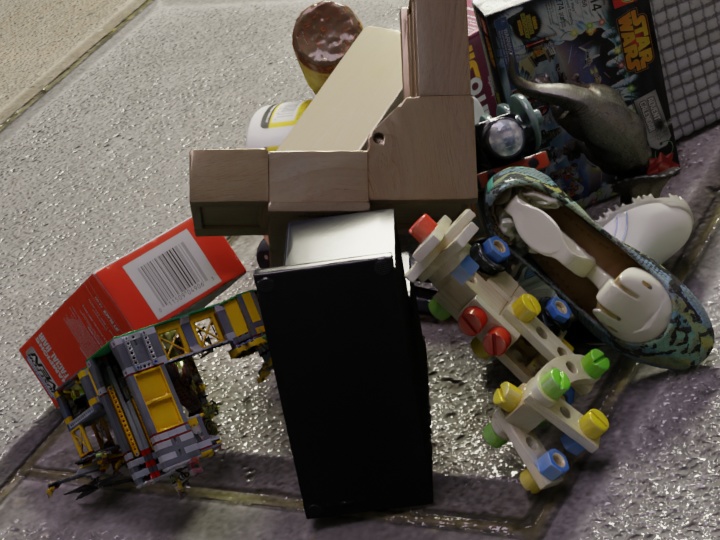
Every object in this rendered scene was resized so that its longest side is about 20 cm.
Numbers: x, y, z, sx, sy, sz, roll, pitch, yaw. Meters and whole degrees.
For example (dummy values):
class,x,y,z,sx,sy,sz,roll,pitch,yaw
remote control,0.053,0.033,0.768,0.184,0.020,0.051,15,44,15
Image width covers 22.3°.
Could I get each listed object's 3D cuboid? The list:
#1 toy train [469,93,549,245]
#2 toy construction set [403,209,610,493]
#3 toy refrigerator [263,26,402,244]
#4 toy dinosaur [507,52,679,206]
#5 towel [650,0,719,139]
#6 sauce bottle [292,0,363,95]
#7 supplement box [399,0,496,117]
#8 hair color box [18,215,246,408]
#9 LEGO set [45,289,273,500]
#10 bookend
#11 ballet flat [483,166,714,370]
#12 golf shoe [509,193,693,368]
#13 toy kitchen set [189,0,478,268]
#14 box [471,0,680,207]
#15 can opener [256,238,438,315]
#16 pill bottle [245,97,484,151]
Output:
class,x,y,z,sx,sy,sz,roll,pitch,yaw
toy train,0.102,-0.068,1.431,0.085,0.114,0.200,-20,0,-10
toy construction set,0.093,0.043,1.246,0.092,0.200,0.131,-28,12,33
toy refrigerator,-0.004,-0.102,1.487,0.076,0.070,0.200,13,57,33
toy dinosaur,0.189,-0.115,1.427,0.077,0.200,0.102,-44,38,-8
towel,0.239,-0.196,1.589,0.199,0.166,0.086,-25,25,-14
sauce bottle,-0.022,-0.183,1.632,0.066,0.066,0.200,-18,-12,-1
supplement box,0.118,-0.194,1.702,0.200,0.111,0.086,-32,32,-24
hair color box,-0.181,0.032,1.419,0.111,0.064,0.200,-33,-3,-33
LEGO set,-0.132,0.106,1.321,0.153,0.116,0.200,-17,-10,-42
bookend,-0.008,0.032,1.285,0.092,0.201,0.199,-7,31,5
ballet flat,0.163,0.003,1.291,0.200,0.074,0.074,38,50,9
golf shoe,0.183,0.018,1.369,0.199,0.078,0.097,-29,52,-15
toy kitchen set,-0.023,-0.105,1.347,0.199,0.163,0.181,-1,74,-3
box,0.180,-0.150,1.501,0.136,0.201,0.040,-21,32,-5
can opener,0.000,0.000,1.483,0.199,0.064,0.079,7,37,37
pill bottle,0.009,-0.101,1.601,0.199,0.112,0.111,-5,31,21
